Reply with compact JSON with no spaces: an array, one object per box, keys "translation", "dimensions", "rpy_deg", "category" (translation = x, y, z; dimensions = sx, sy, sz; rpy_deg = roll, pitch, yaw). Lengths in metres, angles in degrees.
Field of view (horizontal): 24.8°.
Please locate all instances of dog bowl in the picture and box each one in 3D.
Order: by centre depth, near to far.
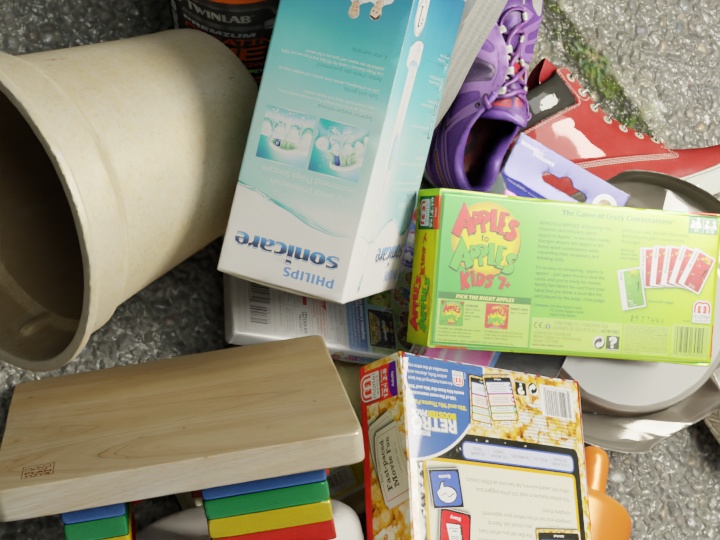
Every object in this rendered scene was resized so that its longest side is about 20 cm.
[{"translation":[0.191,0.030,1.175],"dimensions":[0.199,0.059,0.201],"rpy_deg":[0,86,-5],"category":"dog bowl"}]

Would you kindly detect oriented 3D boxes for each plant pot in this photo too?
[{"translation":[-0.160,-0.064,1.020],"dimensions":[0.183,0.200,0.201],"rpy_deg":[-27,90,-39],"category":"plant pot"}]

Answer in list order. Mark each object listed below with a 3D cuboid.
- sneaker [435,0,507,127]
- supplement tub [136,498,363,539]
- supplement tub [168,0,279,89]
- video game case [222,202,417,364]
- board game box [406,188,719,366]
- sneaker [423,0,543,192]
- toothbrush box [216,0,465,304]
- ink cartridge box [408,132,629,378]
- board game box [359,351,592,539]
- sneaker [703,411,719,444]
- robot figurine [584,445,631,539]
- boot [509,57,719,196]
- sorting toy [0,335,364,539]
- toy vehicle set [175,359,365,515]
[{"translation":[0.014,-0.158,1.136],"dimensions":[0.115,0.200,0.074],"rpy_deg":[38,22,16],"category":"sneaker"},{"translation":[-0.060,0.248,0.990],"dimensions":[0.145,0.145,0.201],"rpy_deg":[-10,96,-28],"category":"supplement tub"},{"translation":[-0.077,-0.198,1.065],"dimensions":[0.107,0.200,0.107],"rpy_deg":[0,64,1],"category":"supplement tub"},{"translation":[0.000,0.000,1.142],"dimensions":[0.199,0.018,0.144],"rpy_deg":[10,56,-22],"category":"video game case"},{"translation":[0.135,0.005,1.078],"dimensions":[0.199,0.048,0.102],"rpy_deg":[5,90,-16],"category":"board game box"},{"translation":[0.101,-0.142,1.167],"dimensions":[0.080,0.083,0.201],"rpy_deg":[1,112,-28],"category":"sneaker"},{"translation":[-0.008,-0.088,1.020],"dimensions":[0.085,0.146,0.201],"rpy_deg":[14,97,13],"category":"toothbrush box"},{"translation":[0.108,0.014,1.114],"dimensions":[0.095,0.037,0.200],"rpy_deg":[29,81,-13],"category":"ink cartridge box"},{"translation":[0.076,0.160,1.008],"dimensions":[0.151,0.046,0.201],"rpy_deg":[12,66,-35],"category":"board game box"},{"translation":[0.284,0.040,1.265],"dimensions":[0.111,0.077,0.200],"rpy_deg":[-31,84,-36],"category":"sneaker"},{"translation":[0.120,0.215,1.115],"dimensions":[0.144,0.116,0.200],"rpy_deg":[30,65,-33],"category":"robot figurine"},{"translation":[0.202,-0.107,1.264],"dimensions":[0.200,0.072,0.145],"rpy_deg":[-17,84,-25],"category":"boot"},{"translation":[-0.106,0.111,0.969],"dimensions":[0.199,0.199,0.070],"rpy_deg":[-9,104,-6],"category":"sorting toy"},{"translation":[-0.036,0.113,1.115],"dimensions":[0.200,0.027,0.125],"rpy_deg":[-23,88,-29],"category":"toy vehicle set"}]
